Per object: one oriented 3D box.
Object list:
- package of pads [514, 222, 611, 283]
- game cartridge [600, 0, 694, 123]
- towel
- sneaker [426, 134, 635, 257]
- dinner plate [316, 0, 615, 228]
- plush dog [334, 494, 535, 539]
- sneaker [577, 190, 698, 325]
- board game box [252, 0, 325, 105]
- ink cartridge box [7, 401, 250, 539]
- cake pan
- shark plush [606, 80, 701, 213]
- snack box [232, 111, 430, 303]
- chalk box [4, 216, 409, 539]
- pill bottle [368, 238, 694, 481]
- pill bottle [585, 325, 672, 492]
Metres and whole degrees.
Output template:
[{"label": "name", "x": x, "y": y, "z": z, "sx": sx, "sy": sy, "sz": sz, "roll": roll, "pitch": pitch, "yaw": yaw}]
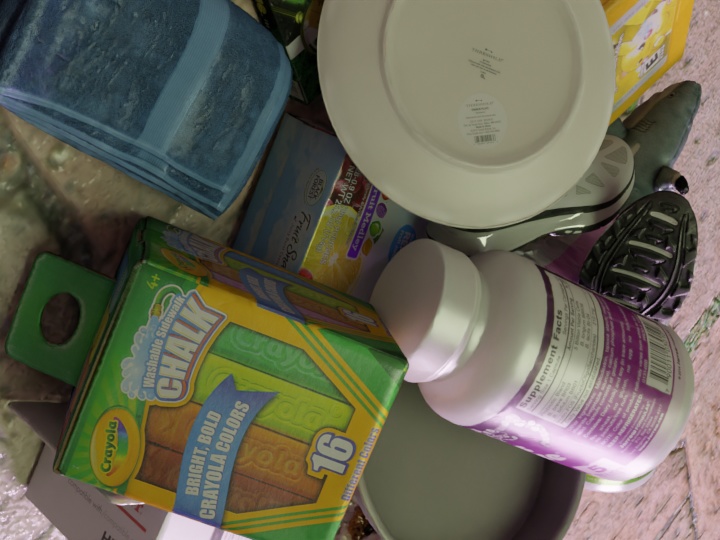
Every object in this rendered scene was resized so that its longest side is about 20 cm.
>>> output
[{"label": "package of pads", "x": 0.137, "y": 0.048, "z": 0.952, "sx": 0.120, "sy": 0.075, "sz": 0.202, "roll": -36, "pitch": 141, "yaw": -45}, {"label": "game cartridge", "x": 0.180, "y": -0.155, "z": 0.927, "sx": 0.200, "sy": 0.032, "sz": 0.177, "roll": -45, "pitch": 157, "yaw": -13}, {"label": "towel", "x": -0.113, "y": -0.108, "z": 0.645, "sx": 0.200, "sy": 0.048, "sz": 0.112, "roll": 29, "pitch": 89, "yaw": -54}, {"label": "sneaker", "x": 0.130, "y": -0.087, "z": 0.823, "sx": 0.200, "sy": 0.075, "sz": 0.116, "roll": -23, "pitch": 132, "yaw": -41}, {"label": "dinner plate", "x": 0.071, "y": -0.126, "z": 0.736, "sx": 0.198, "sy": 0.024, "sz": 0.203, "roll": 0, "pitch": 89, "yaw": -18}, {"label": "plush dog", "x": 0.043, "y": 0.214, "z": 0.958, "sx": 0.161, "sy": 0.171, "sz": 0.201, "roll": -72, "pitch": -173, "yaw": -70}, {"label": "sneaker", "x": 0.193, "y": 0.023, "z": 0.883, "sx": 0.079, "sy": 0.073, "sz": 0.201, "roll": -53, "pitch": 160, "yaw": -49}, {"label": "board game box", "x": 0.014, "y": -0.204, "z": 0.757, "sx": 0.200, "sy": 0.023, "sz": 0.105, "roll": -45, "pitch": 143, "yaw": -20}, {"label": "ink cartridge box", "x": -0.118, "y": 0.137, "z": 0.744, "sx": 0.199, "sy": 0.115, "sz": 0.067, "roll": 12, "pitch": 106, "yaw": -52}, {"label": "cake pan", "x": 0.069, "y": 0.112, "z": 0.825, "sx": 0.199, "sy": 0.037, "sz": 0.203, "roll": 7, "pitch": 77, "yaw": -32}, {"label": "shark plush", "x": 0.227, "y": -0.074, "z": 0.990, "sx": 0.091, "sy": 0.083, "sz": 0.201, "roll": 57, "pitch": 40, "yaw": -33}, {"label": "snack box", "x": 0.000, "y": 0.000, "z": 0.836, "sx": 0.199, "sy": 0.067, "sz": 0.170, "roll": 10, "pitch": 104, "yaw": -54}, {"label": "chalk box", "x": -0.094, "y": 0.054, "z": 0.678, "sx": 0.198, "sy": 0.124, "sz": 0.125, "roll": 20, "pitch": 99, "yaw": -14}, {"label": "pill bottle", "x": 0.105, "y": 0.054, "z": 0.770, "sx": 0.199, "sy": 0.112, "sz": 0.113, "roll": 23, "pitch": 96, "yaw": -27}, {"label": "pill bottle", "x": 0.238, "y": 0.099, "z": 1.150, "sx": 0.111, "sy": 0.111, "sz": 0.202, "roll": -27, "pitch": 133, "yaw": -37}]
